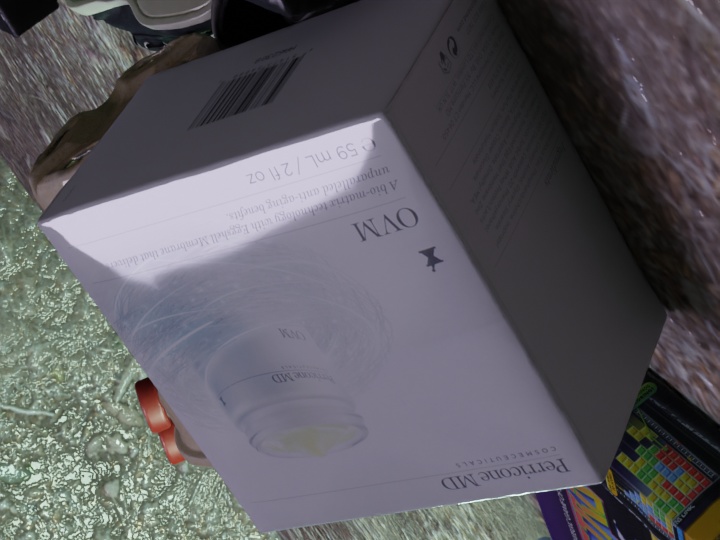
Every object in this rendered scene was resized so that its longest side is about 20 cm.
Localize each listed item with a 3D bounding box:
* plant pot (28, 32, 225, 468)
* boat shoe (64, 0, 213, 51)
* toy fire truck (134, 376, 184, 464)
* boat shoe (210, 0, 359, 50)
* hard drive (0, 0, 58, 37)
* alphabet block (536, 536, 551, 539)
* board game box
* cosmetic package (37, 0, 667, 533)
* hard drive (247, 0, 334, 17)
[{"bbox_3d":[-0.081,-0.024,1.010,0.184,0.200,0.200,51,168,-21],"label":"plant pot"},{"bbox_3d":[-0.107,-0.164,1.070,0.066,0.075,0.199,29,166,-34],"label":"boat shoe"},{"bbox_3d":[-0.217,0.125,2.173,0.201,0.111,0.169,73,174,-56],"label":"toy fire truck"},{"bbox_3d":[-0.034,-0.143,0.881,0.067,0.057,0.200,52,167,-3],"label":"boat shoe"},{"bbox_3d":[-0.193,-0.215,1.062,0.200,0.139,0.038,35,159,54],"label":"hard drive"},{"bbox_3d":[0.150,0.340,1.253,0.201,0.195,0.196,57,168,-18],"label":"alphabet block"},{"bbox_3d":[0.158,0.133,0.965,0.165,0.057,0.201,40,163,38],"label":"board game box"},{"bbox_3d":[0.000,0.000,0.809,0.198,0.123,0.201,-14,122,36],"label":"cosmetic package"},{"bbox_3d":[-0.077,-0.204,0.822,0.200,0.033,0.141,33,135,56],"label":"hard drive"}]
